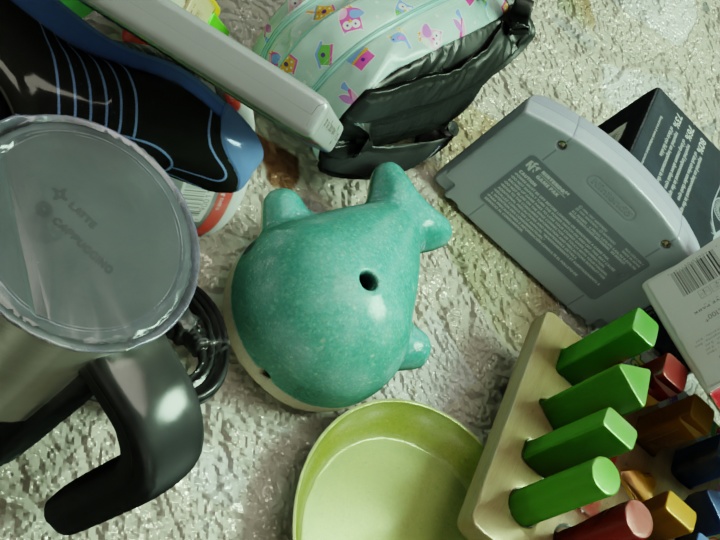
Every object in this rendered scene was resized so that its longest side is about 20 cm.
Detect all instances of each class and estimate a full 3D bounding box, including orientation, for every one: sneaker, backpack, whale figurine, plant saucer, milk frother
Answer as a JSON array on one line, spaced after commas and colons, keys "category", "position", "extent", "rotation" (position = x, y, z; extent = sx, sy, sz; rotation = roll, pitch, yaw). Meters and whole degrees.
[{"category": "sneaker", "position": [-0.146, -0.082, 0.581], "extent": [0.199, 0.070, 0.078], "rotation": [31, 65, -21]}, {"category": "backpack", "position": [0.018, -0.156, 0.853], "extent": [0.199, 0.167, 0.127], "rotation": [-29, 69, -40]}, {"category": "whale figurine", "position": [0.000, 0.000, 0.763], "extent": [0.159, 0.104, 0.200], "rotation": [48, 55, -6]}, {"category": "plant saucer", "position": [0.033, 0.185, 0.745], "extent": [0.199, 0.031, 0.201], "rotation": [19, 55, -30]}, {"category": "milk frother", "position": [-0.135, 0.015, 0.599], "extent": [0.180, 0.188, 0.200], "rotation": [44, 47, -11]}]

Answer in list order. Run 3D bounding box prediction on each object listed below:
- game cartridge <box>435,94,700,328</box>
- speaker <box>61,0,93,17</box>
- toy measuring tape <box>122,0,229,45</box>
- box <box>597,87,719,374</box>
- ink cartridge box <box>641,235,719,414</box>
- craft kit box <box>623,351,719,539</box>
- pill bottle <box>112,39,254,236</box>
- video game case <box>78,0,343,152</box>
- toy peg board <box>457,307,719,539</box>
[{"category": "game cartridge", "position": [0.173, -0.046, 0.913], "extent": [0.200, 0.133, 0.041], "rotation": [41, 47, -14]}, {"category": "speaker", "position": [-0.238, -0.260, 0.740], "extent": [0.088, 0.088, 0.201], "rotation": [-29, 85, -44]}, {"category": "toy measuring tape", "position": [-0.138, -0.181, 0.739], "extent": [0.074, 0.073, 0.200], "rotation": [63, 4, 8]}, {"category": "box", "position": [0.276, -0.033, 1.007], "extent": [0.200, 0.104, 0.148], "rotation": [44, 47, -11]}, {"category": "ink cartridge box", "position": [0.318, 0.102, 0.864], "extent": [0.200, 0.084, 0.176], "rotation": [49, 16, -34]}, {"category": "craft kit box", "position": [0.237, 0.185, 0.899], "extent": [0.197, 0.048, 0.200], "rotation": [41, 47, -9]}, {"category": "pill bottle", "position": [-0.173, -0.082, 0.672], "extent": [0.199, 0.116, 0.117], "rotation": [3, 64, -37]}, {"category": "video game case", "position": [-0.100, -0.122, 0.584], "extent": [0.199, 0.022, 0.182], "rotation": [31, 4, -1]}, {"category": "toy peg board", "position": [0.196, 0.145, 0.794], "extent": [0.199, 0.098, 0.201], "rotation": [40, 48, -13]}]
